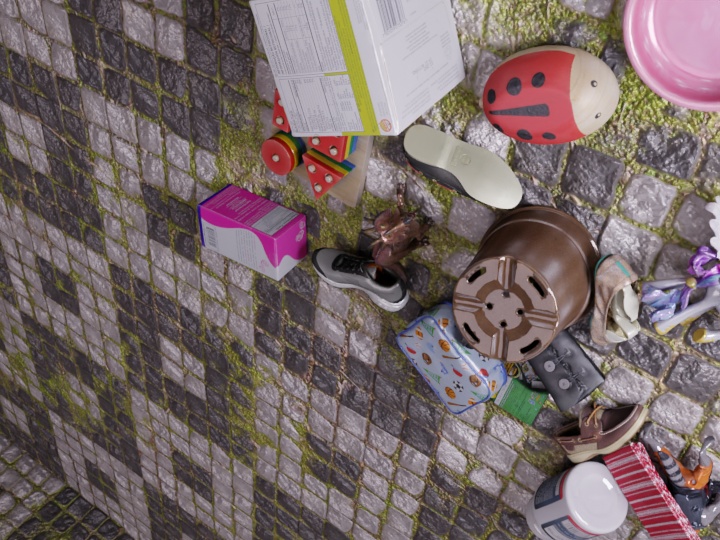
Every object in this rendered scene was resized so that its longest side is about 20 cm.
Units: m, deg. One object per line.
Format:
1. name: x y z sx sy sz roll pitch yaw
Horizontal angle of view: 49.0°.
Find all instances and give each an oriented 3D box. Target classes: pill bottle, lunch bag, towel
1. pill bottle: 0.378 0.423 1.415 0.119 0.120 0.200 41 151 7
2. lunch bag: 0.159 0.156 1.427 0.201 0.075 0.160 53 145 5
3. towel: 0.471 0.375 1.266 0.201 0.022 0.145 61 167 18

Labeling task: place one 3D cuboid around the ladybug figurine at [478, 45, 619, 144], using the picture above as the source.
1. ladybug figurine: 0.244 -0.228 1.063 0.198 0.072 0.137 1 122 41

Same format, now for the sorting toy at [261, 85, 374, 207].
1. sorting toy: -0.083 -0.220 1.355 0.199 0.070 0.200 31 137 18

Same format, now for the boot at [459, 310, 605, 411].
1. boot: 0.280 0.145 1.297 0.201 0.066 0.165 50 123 3

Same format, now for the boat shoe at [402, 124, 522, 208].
1. boat shoe: 0.156 -0.155 1.209 0.200 0.074 0.063 29 173 6

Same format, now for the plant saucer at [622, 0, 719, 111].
1. plant saucer: 0.404 -0.285 0.898 0.199 0.051 0.202 23 133 27

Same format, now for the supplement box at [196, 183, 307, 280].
1. supplement box: -0.212 -0.078 1.554 0.198 0.103 0.102 25 134 26

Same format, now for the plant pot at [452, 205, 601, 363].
1. plant pot: 0.234 0.026 1.136 0.198 0.198 0.203 8 110 24

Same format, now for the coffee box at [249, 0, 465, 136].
1. coffee box: 0.001 -0.321 1.103 0.196 0.200 0.202 6 126 38

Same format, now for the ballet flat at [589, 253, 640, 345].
1. ballet flat: 0.373 0.062 1.148 0.067 0.068 0.201 47 167 40

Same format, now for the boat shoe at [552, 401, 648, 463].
1. boat shoe: 0.395 0.261 1.322 0.072 0.072 0.200 43 145 2

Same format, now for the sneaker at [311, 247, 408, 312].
1. sneaker: 0.000 0.000 1.447 0.198 0.074 0.080 23 148 17

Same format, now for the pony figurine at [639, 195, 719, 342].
1. pony figurine: 0.473 0.024 1.028 0.192 0.168 0.199 30 145 -31

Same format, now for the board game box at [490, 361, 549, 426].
1. board game box: 0.290 0.183 1.384 0.104 0.023 0.201 31 136 15

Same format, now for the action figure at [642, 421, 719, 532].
1. action figure: 0.497 0.348 1.278 0.198 0.104 0.196 -3 110 41

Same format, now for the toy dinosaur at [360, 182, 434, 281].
1. toy dinosaur: 0.053 -0.051 1.320 0.085 0.135 0.201 30 137 19
